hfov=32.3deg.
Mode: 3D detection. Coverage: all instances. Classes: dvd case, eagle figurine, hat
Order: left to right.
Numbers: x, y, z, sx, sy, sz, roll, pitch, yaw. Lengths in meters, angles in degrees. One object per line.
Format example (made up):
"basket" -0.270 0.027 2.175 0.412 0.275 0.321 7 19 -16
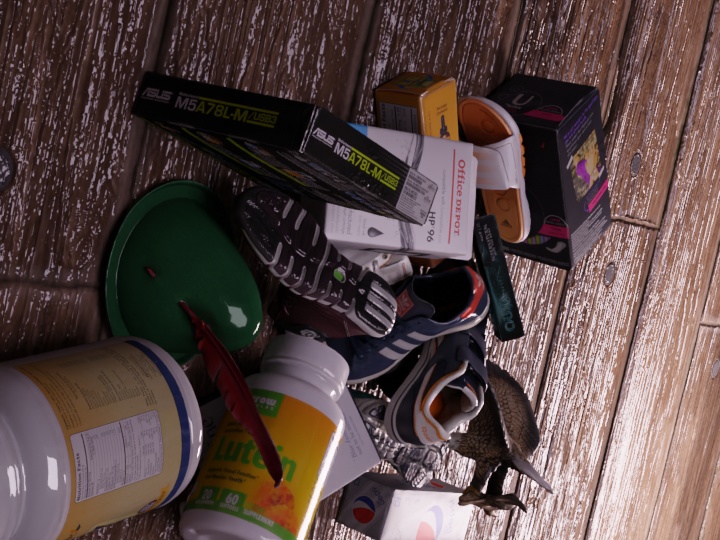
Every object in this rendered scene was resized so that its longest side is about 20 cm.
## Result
"hat" -0.102 0.035 1.072 0.165 0.175 0.202 -39 132 -39
"dvd case" -0.080 0.166 1.211 0.199 0.017 0.144 -26 92 -38
"eagle figurine" 0.150 0.187 1.495 0.149 0.152 0.202 10 74 -14

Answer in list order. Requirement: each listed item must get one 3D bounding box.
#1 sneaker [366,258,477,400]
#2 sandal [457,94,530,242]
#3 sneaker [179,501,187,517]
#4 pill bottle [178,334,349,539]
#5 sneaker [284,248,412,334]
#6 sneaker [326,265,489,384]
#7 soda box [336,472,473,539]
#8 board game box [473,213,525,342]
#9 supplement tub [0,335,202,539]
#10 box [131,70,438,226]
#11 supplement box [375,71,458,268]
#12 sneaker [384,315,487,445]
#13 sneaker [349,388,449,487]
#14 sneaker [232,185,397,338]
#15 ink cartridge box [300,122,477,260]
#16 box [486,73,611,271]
"sneaker" 0.065 0.055 1.399 0.114 0.075 0.202 31 77 -53
"sandal" 0.151 -0.104 1.444 0.059 0.079 0.208 -44 131 -33
"sneaker" -0.102 0.195 1.230 0.201 0.070 0.081 -54 133 -29
"pill bottle" -0.079 0.164 1.130 0.111 0.110 0.201 57 44 -47
"sneaker" 0.000 0.000 1.277 0.200 0.084 0.073 -53 148 -26
"sneaker" 0.039 0.049 1.294 0.199 0.075 0.085 -28 156 -3
"soda box" 0.059 0.283 1.485 0.199 0.068 0.064 18 89 -56
"board game box" 0.152 0.009 1.413 0.200 0.028 0.137 23 52 -86
"supplement tub" -0.236 0.135 0.956 0.199 0.144 0.146 -11 112 -51
"box" -0.061 -0.102 1.065 0.200 0.192 0.048 27 84 -53
"supplement box" 0.065 -0.109 1.345 0.066 0.068 0.202 -33 130 -44
"sneaker" 0.105 0.105 1.343 0.079 0.079 0.201 49 58 -36
"sneaker" 0.036 0.181 1.403 0.078 0.079 0.200 -55 138 -8
"sneaker" -0.068 0.009 1.164 0.200 0.115 0.076 42 50 -26
"ink cartridge box" 0.044 -0.075 1.235 0.198 0.068 0.117 6 86 -26
"box" 0.222 -0.119 1.506 0.106 0.122 0.201 -43 134 -36
